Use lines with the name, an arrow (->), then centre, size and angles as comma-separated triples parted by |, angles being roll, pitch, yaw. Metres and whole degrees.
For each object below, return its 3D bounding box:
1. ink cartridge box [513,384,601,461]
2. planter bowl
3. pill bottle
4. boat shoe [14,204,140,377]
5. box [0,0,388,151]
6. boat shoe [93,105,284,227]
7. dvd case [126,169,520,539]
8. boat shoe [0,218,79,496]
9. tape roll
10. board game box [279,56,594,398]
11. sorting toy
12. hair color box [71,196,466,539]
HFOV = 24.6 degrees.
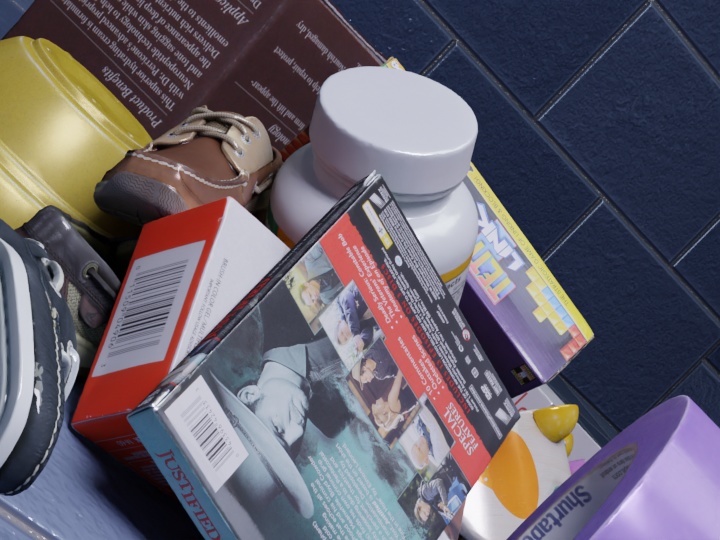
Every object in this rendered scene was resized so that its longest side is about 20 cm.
ink cartridge box -> 0.092, 0.113, 1.366 | 0.200, 0.116, 0.067 | 48, 6, 27
planter bowl -> -0.170, -0.067, 0.908 | 0.200, 0.083, 0.200 | 45, 6, -6
pill bottle -> 0.000, 0.000, 0.880 | 0.111, 0.202, 0.113 | 9, 35, -7
boat shoe -> -0.112, 0.017, 0.809 | 0.072, 0.066, 0.201 | 52, 10, 25
box -> -0.113, -0.127, 1.102 | 0.166, 0.200, 0.164 | 44, 5, 30
boat shoe -> -0.083, -0.051, 0.853 | 0.075, 0.073, 0.200 | 20, 2, 5
dvd case -> -0.006, 0.065, 0.737 | 0.147, 0.022, 0.200 | 58, 40, -15
boat shoe -> -0.131, 0.024, 0.600 | 0.060, 0.076, 0.200 | 34, 11, -32
tape roll -> 0.106, 0.157, 0.749 | 0.085, 0.200, 0.200 | 45, 6, 4
board game box -> 0.025, -0.004, 0.999 | 0.201, 0.057, 0.165 | 53, -32, -1
sorting toy -> 0.120, 0.195, 1.075 | 0.200, 0.106, 0.182 | 72, -1, -74
hair color box -> -0.031, 0.071, 0.776 | 0.200, 0.063, 0.112 | 42, 50, -36
